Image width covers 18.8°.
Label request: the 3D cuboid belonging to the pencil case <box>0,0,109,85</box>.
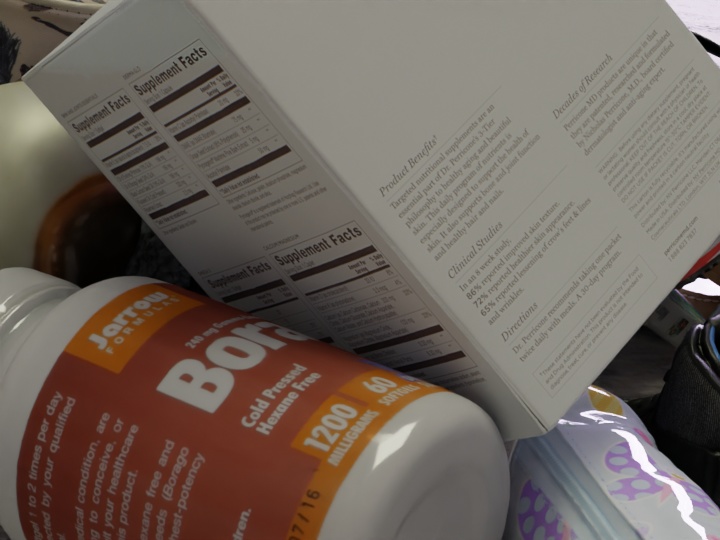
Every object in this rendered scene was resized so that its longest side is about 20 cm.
[{"bbox_3d":[-0.154,-0.052,0.974,0.089,0.200,0.078,27,31,16],"label":"pencil case"}]

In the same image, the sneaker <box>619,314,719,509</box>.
[{"bbox_3d":[0.136,0.061,0.895,0.073,0.112,0.200,5,17,-17],"label":"sneaker"}]

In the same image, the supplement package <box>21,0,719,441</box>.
[{"bbox_3d":[0.013,-0.056,0.800,0.152,0.200,0.151,-46,13,-25],"label":"supplement package"}]

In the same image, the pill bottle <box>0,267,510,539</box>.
[{"bbox_3d":[-0.058,0.067,0.764,0.200,0.112,0.112,20,19,30],"label":"pill bottle"}]

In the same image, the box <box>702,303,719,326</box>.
[{"bbox_3d":[0.229,-0.025,0.969,0.040,0.137,0.200,43,36,14],"label":"box"}]

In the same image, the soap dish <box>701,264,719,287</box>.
[{"bbox_3d":[0.276,-0.002,1.163,0.200,0.081,0.157,35,26,20],"label":"soap dish"}]

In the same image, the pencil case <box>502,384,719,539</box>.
[{"bbox_3d":[0.098,0.109,0.749,0.083,0.091,0.200,-21,26,-9],"label":"pencil case"}]

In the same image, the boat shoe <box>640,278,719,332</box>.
[{"bbox_3d":[0.142,-0.019,1.233,0.200,0.067,0.074,27,22,39],"label":"boat shoe"}]

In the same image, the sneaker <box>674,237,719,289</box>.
[{"bbox_3d":[0.127,-0.068,1.090,0.093,0.070,0.200,47,8,-25],"label":"sneaker"}]

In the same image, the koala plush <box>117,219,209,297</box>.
[{"bbox_3d":[0.000,0.000,0.956,0.200,0.184,0.177,27,25,-11],"label":"koala plush"}]

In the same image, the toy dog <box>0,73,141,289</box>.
[{"bbox_3d":[-0.186,-0.030,0.862,0.200,0.194,0.140,-1,32,-20],"label":"toy dog"}]

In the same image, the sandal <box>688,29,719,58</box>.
[{"bbox_3d":[0.137,-0.091,1.004,0.200,0.043,0.076,32,30,-9],"label":"sandal"}]

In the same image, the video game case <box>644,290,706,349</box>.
[{"bbox_3d":[0.089,-0.044,1.127,0.200,0.024,0.182,48,9,33],"label":"video game case"}]
